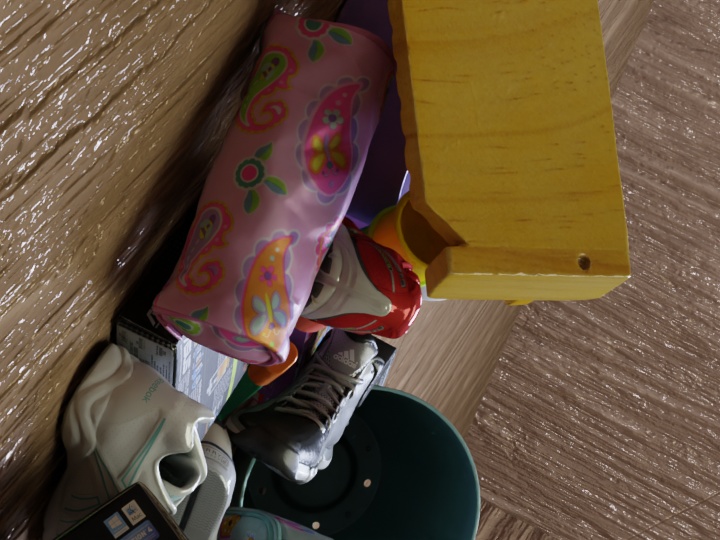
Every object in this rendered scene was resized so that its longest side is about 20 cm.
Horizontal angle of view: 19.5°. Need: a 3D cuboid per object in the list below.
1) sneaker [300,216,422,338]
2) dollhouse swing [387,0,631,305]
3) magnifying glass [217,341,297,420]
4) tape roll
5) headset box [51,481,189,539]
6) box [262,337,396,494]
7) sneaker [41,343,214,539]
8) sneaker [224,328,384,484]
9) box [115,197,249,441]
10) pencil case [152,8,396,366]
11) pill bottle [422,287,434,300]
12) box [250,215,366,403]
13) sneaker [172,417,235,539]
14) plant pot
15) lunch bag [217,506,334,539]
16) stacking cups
[{"bbox_3d":[-0.005,0.010,1.288,0.077,0.085,0.200,-65,-170,6],"label":"sneaker"},{"bbox_3d":[0.060,-0.076,1.257,0.176,0.182,0.200,-21,-109,56],"label":"dollhouse swing"},{"bbox_3d":[-0.072,0.071,1.477,0.080,0.022,0.200,-42,-178,-14],"label":"magnifying glass"},{"bbox_3d":[0.032,-0.129,1.446,0.200,0.085,0.200,-62,170,-20],"label":"tape roll"},{"bbox_3d":[-0.153,0.219,1.176,0.174,0.093,0.200,-36,166,-7],"label":"headset box"},{"bbox_3d":[-0.045,0.186,2.030,0.193,0.048,0.200,-50,165,-48],"label":"box"},{"bbox_3d":[-0.139,0.128,1.248,0.070,0.080,0.200,-59,172,-38],"label":"sneaker"},{"bbox_3d":[-0.035,0.088,1.539,0.116,0.075,0.200,-57,175,3],"label":"sneaker"},{"bbox_3d":[-0.089,0.017,1.318,0.200,0.048,0.193,101,15,-58],"label":"box"},{"bbox_3d":[-0.048,-0.048,1.176,0.087,0.087,0.200,77,32,-77],"label":"pencil case"},{"bbox_3d":[0.077,-0.070,1.802,0.114,0.114,0.200,-55,168,-42],"label":"pill bottle"},{"bbox_3d":[-0.021,0.000,1.648,0.200,0.039,0.137,-57,171,-37],"label":"box"},{"bbox_3d":[-0.133,0.188,1.490,0.200,0.073,0.071,-60,-171,31],"label":"sneaker"},{"bbox_3d":[-0.019,0.180,1.740,0.201,0.201,0.161,-63,-164,0],"label":"plant pot"},{"bbox_3d":[-0.099,0.257,1.539,0.200,0.077,0.160,-6,-118,60],"label":"lunch bag"},{"bbox_3d":[0.000,0.000,1.409,0.200,0.061,0.061,-29,-155,56],"label":"stacking cups"}]
